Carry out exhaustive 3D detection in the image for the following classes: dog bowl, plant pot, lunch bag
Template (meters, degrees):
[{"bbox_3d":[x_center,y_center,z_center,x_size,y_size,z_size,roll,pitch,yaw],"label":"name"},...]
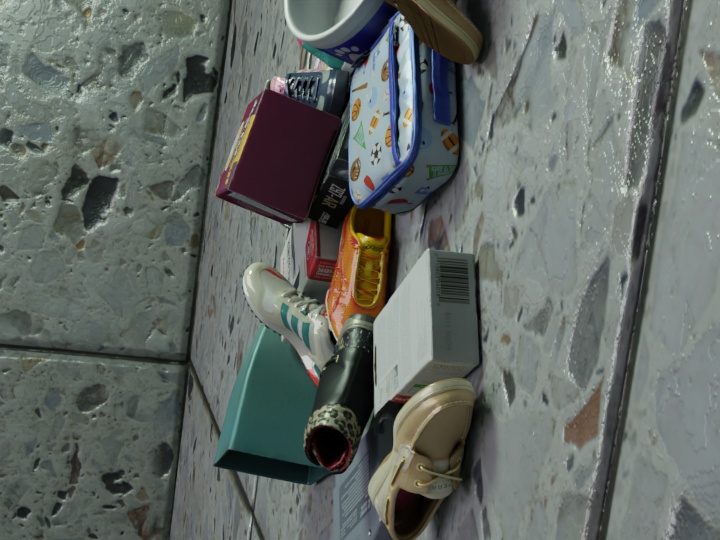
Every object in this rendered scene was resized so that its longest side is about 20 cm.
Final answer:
[{"bbox_3d":[0.002,-0.338,1.360,0.199,0.078,0.202,-28,52,42],"label":"dog bowl"},{"bbox_3d":[-0.105,0.171,1.630,0.141,0.140,0.202,130,151,-66],"label":"plant pot"},{"bbox_3d":[0.046,-0.170,1.261,0.160,0.075,0.202,137,136,-56],"label":"lunch bag"}]

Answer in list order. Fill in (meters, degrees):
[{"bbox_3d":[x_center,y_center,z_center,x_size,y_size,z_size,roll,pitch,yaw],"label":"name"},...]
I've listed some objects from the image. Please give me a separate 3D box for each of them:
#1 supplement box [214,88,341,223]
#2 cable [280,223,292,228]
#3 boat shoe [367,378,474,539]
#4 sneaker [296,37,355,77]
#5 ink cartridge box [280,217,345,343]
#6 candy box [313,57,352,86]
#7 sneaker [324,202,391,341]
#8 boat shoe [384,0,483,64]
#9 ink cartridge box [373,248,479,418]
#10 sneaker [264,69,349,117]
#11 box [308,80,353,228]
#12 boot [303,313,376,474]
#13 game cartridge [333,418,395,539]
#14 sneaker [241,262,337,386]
[{"bbox_3d":[-0.105,-0.135,1.469,0.200,0.102,0.132,-175,106,-78],"label":"supplement box"},{"bbox_3d":[-0.051,-0.109,1.636,0.050,0.097,0.201,-39,-24,-53],"label":"cable"},{"bbox_3d":[0.063,0.177,1.085,0.201,0.073,0.070,109,150,-45],"label":"boat shoe"},{"bbox_3d":[-0.030,-0.356,1.503,0.084,0.120,0.202,148,142,-80],"label":"sneaker"},{"bbox_3d":[-0.045,-0.012,1.555,0.201,0.083,0.145,114,158,-51],"label":"ink cartridge box"},{"bbox_3d":[-0.028,-0.252,1.641,0.137,0.060,0.202,-109,28,-59],"label":"candy box"},{"bbox_3d":[0.000,0.000,1.389,0.077,0.072,0.202,123,150,-69],"label":"sneaker"},{"bbox_3d":[0.064,-0.281,1.190,0.200,0.064,0.071,49,174,30],"label":"boat shoe"},{"bbox_3d":[0.059,0.069,1.171,0.200,0.050,0.110,122,150,-63],"label":"ink cartridge box"},{"bbox_3d":[-0.071,-0.221,1.511,0.200,0.081,0.071,-175,98,-74],"label":"sneaker"},{"bbox_3d":[-0.002,-0.172,1.428,0.160,0.043,0.201,125,164,-63],"label":"box"},{"bbox_3d":[-0.026,0.161,1.319,0.204,0.073,0.154,106,-177,-49],"label":"boot"},{"bbox_3d":[0.009,0.261,1.326,0.200,0.040,0.135,120,156,-59],"label":"game cartridge"},{"bbox_3d":[-0.056,0.056,1.446,0.200,0.070,0.093,51,131,5],"label":"sneaker"}]
